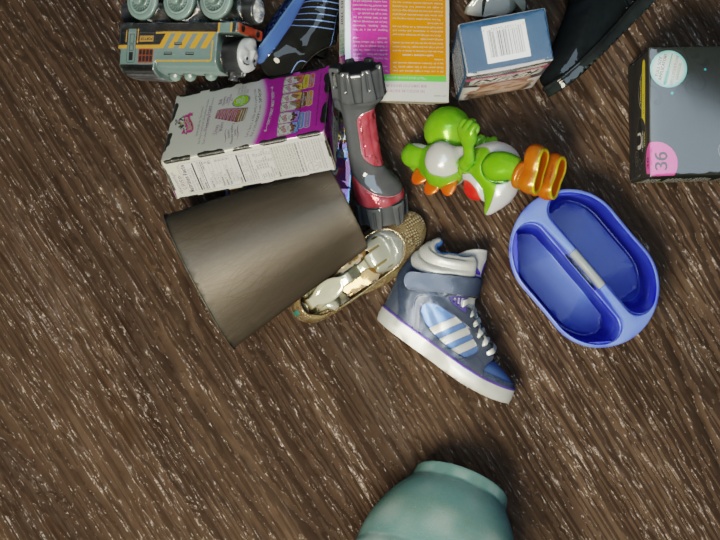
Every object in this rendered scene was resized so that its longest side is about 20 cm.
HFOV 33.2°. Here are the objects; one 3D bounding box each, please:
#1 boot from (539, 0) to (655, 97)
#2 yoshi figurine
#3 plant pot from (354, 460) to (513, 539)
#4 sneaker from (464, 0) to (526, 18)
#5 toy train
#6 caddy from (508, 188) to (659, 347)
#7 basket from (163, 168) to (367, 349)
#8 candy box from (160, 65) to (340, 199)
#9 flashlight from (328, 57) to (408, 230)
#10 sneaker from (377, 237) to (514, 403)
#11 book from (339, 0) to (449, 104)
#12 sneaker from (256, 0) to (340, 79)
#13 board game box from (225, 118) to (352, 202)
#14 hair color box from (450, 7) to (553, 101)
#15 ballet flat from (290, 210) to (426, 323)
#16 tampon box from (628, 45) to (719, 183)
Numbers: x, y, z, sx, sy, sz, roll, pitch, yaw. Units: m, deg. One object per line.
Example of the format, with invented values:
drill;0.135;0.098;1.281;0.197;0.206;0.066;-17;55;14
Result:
boot;0.245;-0.333;1.459;0.200;0.076;0.168;-45;93;-5
yoshi figurine;0.143;-0.146;1.440;0.198;0.112;0.113;13;132;32
plant pot;0.100;0.311;1.432;0.198;0.201;0.135;24;65;1
sneaker;0.143;-0.406;1.463;0.087;0.074;0.203;-8;90;0
toy train;-0.204;-0.284;1.450;0.198;0.085;0.116;5;92;25
caddy;0.265;-0.002;1.450;0.141;0.105;0.200;-41;89;1
basket;-0.103;-0.032;1.423;0.198;0.136;0.182;-28;110;-2
candy box;-0.126;-0.163;1.429;0.197;0.137;0.061;-8;131;11
flashlight;0.015;-0.150;1.432;0.067;0.068;0.202;-28;126;-31
sneaker;0.133;0.051;1.467;0.199;0.081;0.147;34;94;4
book;0.040;-0.304;1.454;0.132;0.048;0.203;0;95;-17
sneaker;-0.052;-0.314;1.480;0.078;0.070;0.201;38;87;-19
board game box;-0.090;-0.111;1.490;0.156;0.039;0.203;6;91;1
hair color box;0.160;-0.246;1.402;0.099;0.200;0.061;-10;90;2
ballet flat;0.000;0.000;1.478;0.199;0.065;0.071;-39;92;2
tampon box;0.427;-0.183;1.433;0.197;0.126;0.152;-2;90;2
